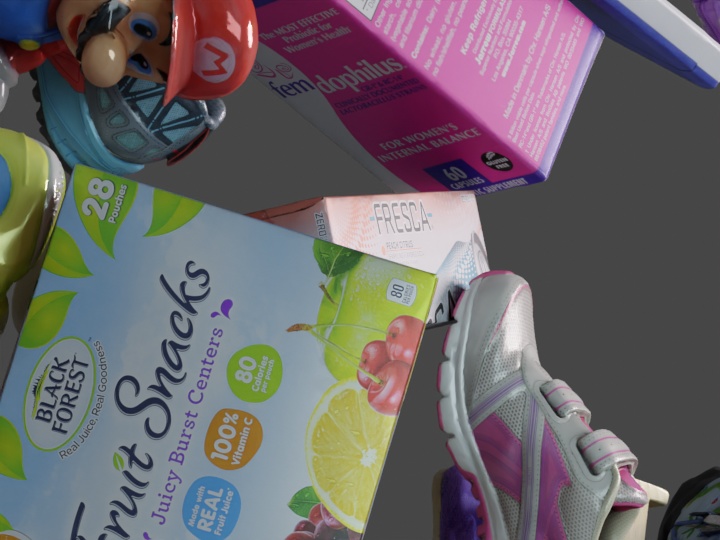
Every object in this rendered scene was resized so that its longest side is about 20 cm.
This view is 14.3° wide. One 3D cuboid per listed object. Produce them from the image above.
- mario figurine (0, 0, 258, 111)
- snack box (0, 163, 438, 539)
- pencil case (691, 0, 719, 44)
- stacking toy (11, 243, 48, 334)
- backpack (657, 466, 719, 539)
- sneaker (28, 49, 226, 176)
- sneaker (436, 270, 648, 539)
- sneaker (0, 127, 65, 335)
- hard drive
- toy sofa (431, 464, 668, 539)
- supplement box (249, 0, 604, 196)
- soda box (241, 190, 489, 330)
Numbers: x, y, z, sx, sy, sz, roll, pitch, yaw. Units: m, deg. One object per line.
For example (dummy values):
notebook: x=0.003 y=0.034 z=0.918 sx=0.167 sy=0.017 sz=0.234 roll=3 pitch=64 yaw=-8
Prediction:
mario figurine: x=-0.142 y=-0.118 z=1.255 sx=0.200 sy=0.123 sz=0.106 roll=17 pitch=81 yaw=9
snack box: x=-0.075 y=0.075 z=1.244 sx=0.168 sy=0.068 sz=0.200 roll=18 pitch=80 yaw=-3
pencil case: x=0.244 y=-0.075 z=1.664 sx=0.085 sy=0.084 sz=0.200 roll=-9 pitch=85 yaw=-18
stacking toy: x=-0.073 y=0.053 z=1.368 sx=0.200 sy=0.085 sz=0.085 roll=45 pitch=55 yaw=-33
backpack: x=0.244 y=0.182 z=1.527 sx=0.154 sy=0.200 sz=0.163 roll=-16 pitch=92 yaw=-41
sneaker: x=-0.110 y=-0.146 z=1.347 sx=0.079 sy=0.095 sz=0.200 roll=-29 pitch=108 yaw=-73
sneaker: x=0.096 y=0.096 z=1.410 sx=0.081 sy=0.088 sz=0.200 roll=3 pitch=76 yaw=-70
sneaker: x=-0.207 y=0.020 z=1.268 sx=0.105 sy=0.076 sz=0.200 roll=23 pitch=65 yaw=-15
hard drive: x=0.095 y=-0.172 z=1.523 sx=0.200 sy=0.132 sz=0.025 roll=34 pitch=92 yaw=-31
toy sofa: x=0.088 y=0.195 z=1.467 sx=0.097 sy=0.083 sz=0.200 roll=23 pitch=67 yaw=-37
supplement box: x=0.012 y=-0.131 z=1.455 sx=0.200 sy=0.101 sz=0.103 roll=39 pitch=59 yaw=-28
soda box: x=0.000 y=0.000 z=1.392 sx=0.200 sy=0.063 sz=0.069 roll=-7 pitch=86 yaw=-67
